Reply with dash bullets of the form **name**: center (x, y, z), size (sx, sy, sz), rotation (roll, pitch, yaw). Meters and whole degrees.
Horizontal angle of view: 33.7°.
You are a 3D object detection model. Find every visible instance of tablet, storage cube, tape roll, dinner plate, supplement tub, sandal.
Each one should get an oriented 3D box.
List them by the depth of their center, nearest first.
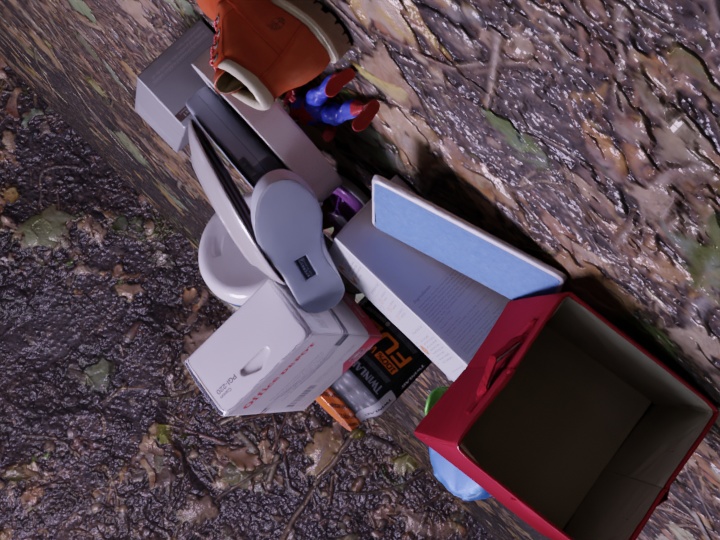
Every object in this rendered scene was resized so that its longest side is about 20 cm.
- **storage cube**: center (0.180, 0.141, 1.089), size (0.200, 0.171, 0.180), rotation (38, 171, -6)
- **tablet**: center (0.099, -0.023, 1.134), size (0.200, 0.014, 0.130), rotation (28, 165, 9)
- **tape roll**: center (-0.097, -0.153, 1.254), size (0.203, 0.037, 0.203), rotation (47, 179, 1)
- **dinner plate**: center (-0.136, -0.068, 1.254), size (0.200, 0.024, 0.200), rotation (61, -178, -3)
- **sandal**: center (-0.010, -0.051, 1.450), size (0.082, 0.050, 0.203), rotation (31, 164, 21)
- **supplement tub**: center (-0.098, 0.002, 1.493), size (0.145, 0.145, 0.200), rotation (39, 177, 30)
- **supplement tub**: center (0.023, 0.100, 1.512), size (0.123, 0.200, 0.123), rotation (42, 170, 10)

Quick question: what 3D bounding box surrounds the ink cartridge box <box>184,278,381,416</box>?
- **ink cartridge box**: center (-0.084, 0.090, 1.359), size (0.085, 0.146, 0.200), rotation (51, -165, 17)

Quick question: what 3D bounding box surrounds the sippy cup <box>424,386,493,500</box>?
- **sippy cup**: center (0.147, 0.181, 1.258), size (0.178, 0.130, 0.140), rotation (-19, 83, 50)

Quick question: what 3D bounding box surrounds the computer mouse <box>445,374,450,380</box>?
- **computer mouse**: center (0.147, 0.115, 1.444), size (0.044, 0.110, 0.200), rotation (23, -176, -6)

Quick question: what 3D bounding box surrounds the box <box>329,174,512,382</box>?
- **box**: center (0.070, 0.012, 1.268), size (0.200, 0.097, 0.124), rotation (44, 169, 3)

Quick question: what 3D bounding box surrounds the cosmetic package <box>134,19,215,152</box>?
- **cosmetic package**: center (-0.207, -0.217, 1.431), size (0.090, 0.107, 0.200), rotation (46, 168, -4)

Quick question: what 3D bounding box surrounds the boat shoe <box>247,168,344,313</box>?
- **boat shoe**: center (-0.070, -0.047, 1.226), size (0.086, 0.075, 0.202), rotation (62, 179, 40)

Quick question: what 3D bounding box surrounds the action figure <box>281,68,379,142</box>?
- **action figure**: center (-0.040, -0.161, 1.169), size (0.065, 0.052, 0.200), rotation (45, 173, -15)

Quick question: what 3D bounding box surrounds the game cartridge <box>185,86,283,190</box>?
- **game cartridge**: center (-0.118, -0.118, 1.298), size (0.133, 0.041, 0.200), rotation (43, 175, 23)

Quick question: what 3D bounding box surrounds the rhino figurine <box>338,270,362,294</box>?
- **rhino figurine**: center (0.000, 0.000, 1.386), size (0.200, 0.060, 0.087), rotation (9, -178, -31)

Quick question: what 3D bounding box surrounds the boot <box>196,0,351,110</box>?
- **boot**: center (-0.109, -0.212, 1.068), size (0.200, 0.107, 0.075), rotation (37, 169, 43)

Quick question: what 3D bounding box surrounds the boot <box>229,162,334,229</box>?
- **boot**: center (-0.068, -0.104, 1.485), size (0.144, 0.071, 0.201), rotation (35, 166, -27)
